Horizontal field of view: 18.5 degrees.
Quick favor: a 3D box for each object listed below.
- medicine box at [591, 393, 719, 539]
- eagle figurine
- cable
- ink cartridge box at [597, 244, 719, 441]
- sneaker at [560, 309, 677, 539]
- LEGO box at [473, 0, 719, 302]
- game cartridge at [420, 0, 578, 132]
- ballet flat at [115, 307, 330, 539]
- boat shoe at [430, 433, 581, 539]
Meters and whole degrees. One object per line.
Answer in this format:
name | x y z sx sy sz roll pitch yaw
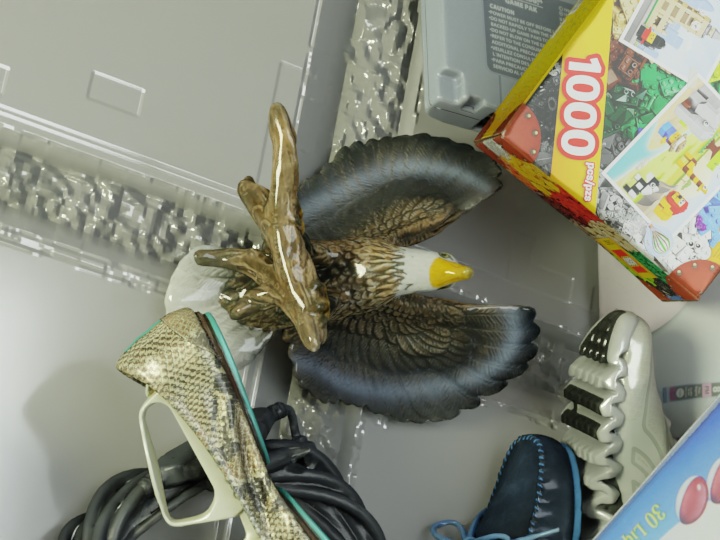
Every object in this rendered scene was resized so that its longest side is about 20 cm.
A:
medicine box | 0.225 0.183 1.186 0.200 0.103 0.182 42 74 10
eagle figurine | 0.006 0.002 1.237 0.200 0.150 0.153 1 120 -62
cable | -0.076 0.174 1.191 0.199 0.051 0.164 -30 99 -34
ink cartridge box | 0.226 0.018 1.306 0.057 0.199 0.164 12 72 -36
sneaker | 0.161 0.121 1.291 0.080 0.075 0.202 -2 102 -11
LEGO box | 0.185 -0.106 1.262 0.149 0.077 0.201 38 83 -7
game cartridge | 0.123 -0.136 1.366 0.199 0.040 0.135 14 65 -29
ballet flat | -0.064 0.119 1.148 0.075 0.068 0.201 -31 93 -10
boat shoe | 0.075 0.184 1.251 0.068 0.084 0.202 21 67 -20
